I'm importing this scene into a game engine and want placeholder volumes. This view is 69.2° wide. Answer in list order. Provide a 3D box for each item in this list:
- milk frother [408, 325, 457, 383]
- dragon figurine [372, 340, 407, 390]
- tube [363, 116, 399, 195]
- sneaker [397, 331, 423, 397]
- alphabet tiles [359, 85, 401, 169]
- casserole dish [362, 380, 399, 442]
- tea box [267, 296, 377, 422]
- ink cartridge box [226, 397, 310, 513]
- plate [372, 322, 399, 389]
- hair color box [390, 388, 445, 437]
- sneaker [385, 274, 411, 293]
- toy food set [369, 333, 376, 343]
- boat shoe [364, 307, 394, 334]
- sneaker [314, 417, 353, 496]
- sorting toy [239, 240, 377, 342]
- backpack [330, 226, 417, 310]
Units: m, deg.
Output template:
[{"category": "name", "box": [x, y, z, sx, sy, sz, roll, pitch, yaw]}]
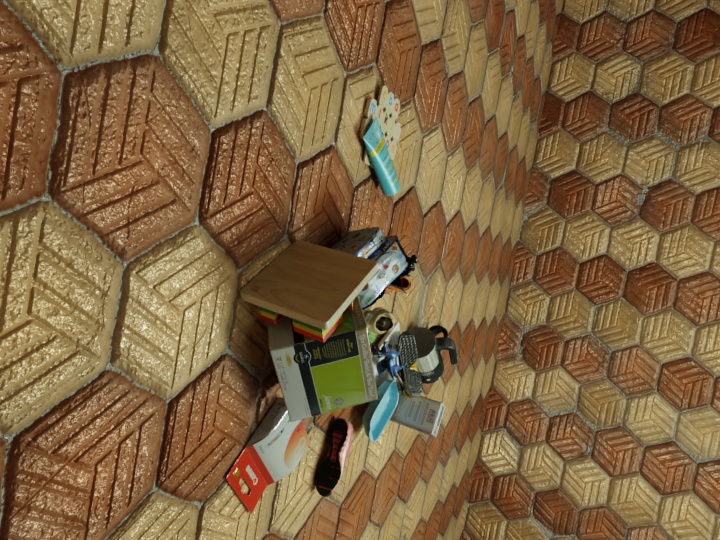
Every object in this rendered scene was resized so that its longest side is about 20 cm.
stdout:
[{"category": "milk frother", "box": [0.236, 0.255, 1.835, 0.190, 0.177, 0.202, 66, 1, -49]}, {"category": "dragon figurine", "box": [0.084, 0.281, 1.527, 0.099, 0.058, 0.204, -37, 125, -47]}, {"category": "tube", "box": [0.052, -0.281, 1.323, 0.078, 0.049, 0.202, -66, 147, -33]}, {"category": "sneaker", "box": [0.137, 0.297, 1.637, 0.069, 0.090, 0.205, 1, 72, -29]}, {"category": "alphabet tiles", "box": [0.054, -0.360, 1.346, 0.199, 0.014, 0.200, 13, 91, -63]}, {"category": "casserole dish", "box": [0.060, 0.415, 1.566, 0.201, 0.038, 0.123, -51, 144, -39]}, {"category": "tea box", "box": [-0.076, 0.174, 1.073, 0.135, 0.192, 0.204, -109, -171, -55]}, {"category": "ink cartridge box", "box": [-0.192, 0.406, 1.133, 0.201, 0.049, 0.164, -59, 147, -39]}, {"category": "plate", "box": [0.069, 0.292, 1.607, 0.200, 0.032, 0.204, -46, 138, -47]}, {"category": "hair color box", "box": [0.158, 0.443, 1.654, 0.101, 0.196, 0.061, -67, 150, -19]}, {"category": "sneaker", "box": [0.101, 0.037, 1.484, 0.199, 0.110, 0.079, 10, 92, -63]}, {"category": "toy food set", "box": [-0.019, 0.164, 1.372, 0.200, 0.048, 0.202, -59, 147, -33]}, {"category": "boat shoe", "box": [0.056, 0.139, 1.372, 0.199, 0.075, 0.073, 5, 96, -63]}, {"category": "sneaker", "box": [-0.058, 0.504, 1.401, 0.087, 0.072, 0.204, 40, 65, -61]}, {"category": "sorting toy", "box": [-0.094, 0.040, 1.019, 0.199, 0.196, 0.071, -48, 144, -44]}, {"category": "backpack", "box": [0.000, 0.000, 1.208, 0.154, 0.198, 0.192, 48, 61, -20]}]
